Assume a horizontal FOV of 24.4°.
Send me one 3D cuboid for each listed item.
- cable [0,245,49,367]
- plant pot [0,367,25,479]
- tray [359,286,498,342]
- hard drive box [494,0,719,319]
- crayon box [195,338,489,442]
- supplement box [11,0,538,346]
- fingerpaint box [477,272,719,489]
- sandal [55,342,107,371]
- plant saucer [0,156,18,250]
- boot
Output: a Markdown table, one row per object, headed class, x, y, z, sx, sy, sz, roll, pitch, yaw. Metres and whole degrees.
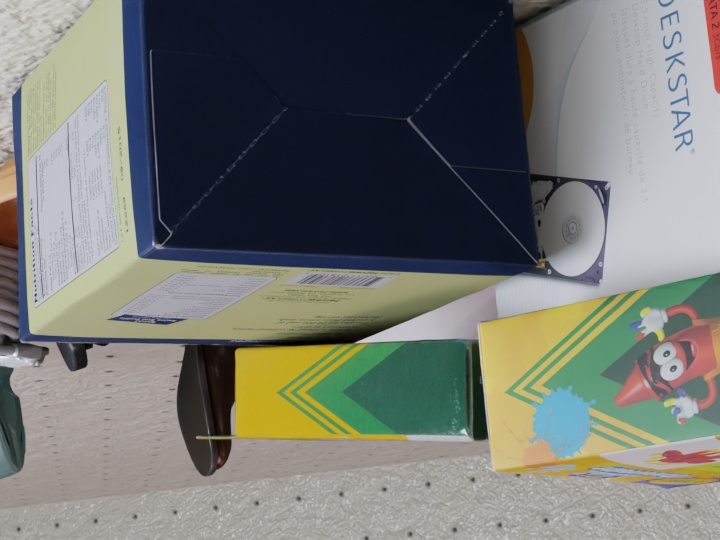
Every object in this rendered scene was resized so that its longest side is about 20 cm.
| class | x | y | z | sx | sy | sz | roll | pitch | yaw |
| --- | --- | --- | --- | --- | --- | --- | --- | --- | --- |
| cable | -0.308 | 0.005 | 1.045 | 0.198 | 0.070 | 0.200 | 7 | 169 | 17 |
| plant pot | -0.378 | 0.110 | 1.321 | 0.194 | 0.203 | 0.200 | -11 | 168 | -4 |
| tray | 0.043 | 0.010 | 0.965 | 0.107 | 0.022 | 0.200 | 24 | 142 | -19 |
| hard drive box | 0.150 | -0.061 | 0.793 | 0.076 | 0.158 | 0.199 | 4 | 164 | -36 |
| crayon box | 0.021 | 0.066 | 0.895 | 0.199 | 0.052 | 0.125 | -6 | 172 | 42 |
| supplement box | -0.051 | -0.047 | 0.824 | 0.198 | 0.136 | 0.199 | 3 | 166 | -28 |
| fingerpaint box | 0.175 | 0.053 | 0.780 | 0.165 | 0.074 | 0.199 | -14 | 164 | 32 |
| sandal | -0.187 | 0.020 | 1.108 | 0.048 | 0.076 | 0.200 | -23 | -175 | -8 |
| plant saucer | -0.140 | -0.047 | 1.025 | 0.197 | 0.038 | 0.200 | -5 | 169 | -1 |
| boot | -0.040 | 0.067 | 1.256 | 0.198 | 0.188 | 0.064 | 4 | 151 | -22 |
